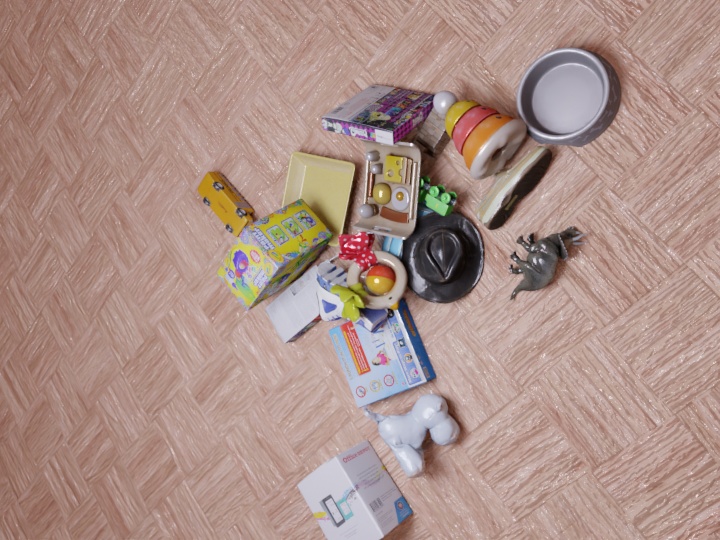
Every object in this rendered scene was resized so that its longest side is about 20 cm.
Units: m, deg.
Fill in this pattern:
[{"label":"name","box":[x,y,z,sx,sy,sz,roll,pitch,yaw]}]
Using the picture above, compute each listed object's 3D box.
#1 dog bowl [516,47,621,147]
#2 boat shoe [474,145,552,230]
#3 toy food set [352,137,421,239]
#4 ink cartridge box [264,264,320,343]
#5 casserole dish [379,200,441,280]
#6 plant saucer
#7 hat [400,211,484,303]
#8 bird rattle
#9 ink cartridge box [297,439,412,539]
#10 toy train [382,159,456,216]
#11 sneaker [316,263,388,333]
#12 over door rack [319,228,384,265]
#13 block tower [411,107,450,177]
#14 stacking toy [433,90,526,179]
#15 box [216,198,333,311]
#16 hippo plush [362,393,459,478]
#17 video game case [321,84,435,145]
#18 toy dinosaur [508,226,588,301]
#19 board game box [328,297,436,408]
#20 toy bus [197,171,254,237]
[{"label":"dog bowl","box":[0.399,-0.340,1.221,0.200,0.059,0.201,2,94,31]},{"label":"boat shoe","box":[0.304,-0.181,1.283,0.200,0.072,0.076,-51,52,20]},{"label":"toy food set","box":[0.049,-0.177,1.329,0.143,0.060,0.200,15,109,35]},{"label":"ink cartridge box","box":[-0.140,0.083,1.563,0.200,0.050,0.109,-40,72,25]},{"label":"casserole dish","box":[0.113,-0.062,1.380,0.121,0.039,0.200,17,93,5]},{"label":"plant saucer","box":[-0.098,-0.175,1.524,0.200,0.048,0.200,18,100,32]},{"label":"hat","box":[0.176,-0.028,1.317,0.200,0.081,0.201,0,92,0]},{"label":"bird rattle","box":[0.020,0.013,1.339,0.163,0.113,0.200,11,62,5]},{"label":"ink cartridge box","box":[-0.014,0.529,1.451,0.146,0.147,0.200,-42,71,26]},{"label":"toy train","box":[0.119,-0.180,1.344,0.200,0.042,0.056,34,120,25]},{"label":"sneaker","box":[-0.031,0.081,1.433,0.199,0.080,0.115,40,135,23]},{"label":"over door rack","box":[0.000,0.000,1.467,0.200,0.067,0.148,-35,74,27]},{"label":"block tower","box":[0.146,-0.271,1.376,0.058,0.054,0.200,42,111,21]},{"label":"stacking toy","box":[0.218,-0.294,1.260,0.200,0.146,0.146,47,113,19]},{"label":"box","box":[-0.202,-0.036,1.468,0.122,0.193,0.200,49,136,6]},{"label":"hippo plush","box":[0.125,0.340,1.388,0.161,0.159,0.200,-35,89,-4]},{"label":"video game case","box":[0.045,-0.343,1.358,0.181,0.200,0.036,18,133,28]},{"label":"toy dinosaur","box":[0.354,-0.013,1.252,0.102,0.077,0.200,38,107,31]},{"label":"board game box","box":[0.048,0.192,1.453,0.196,0.056,0.200,-27,79,29]},{"label":"toy bus","box":[-0.352,-0.176,1.660,0.200,0.078,0.065,47,112,20]}]
